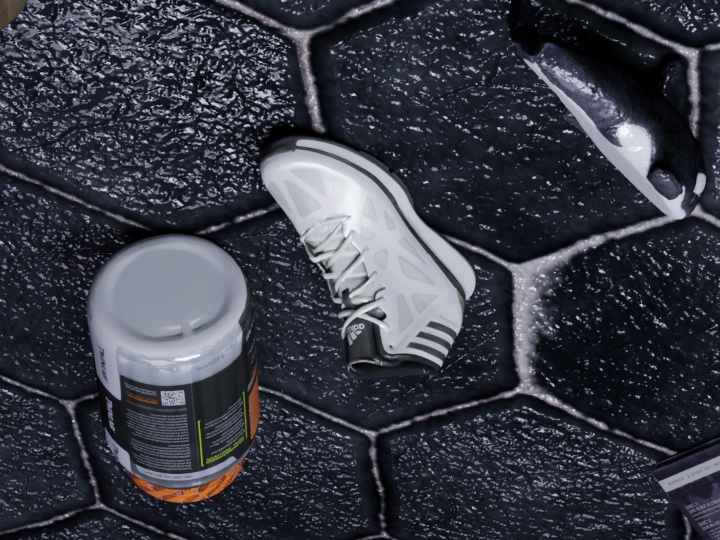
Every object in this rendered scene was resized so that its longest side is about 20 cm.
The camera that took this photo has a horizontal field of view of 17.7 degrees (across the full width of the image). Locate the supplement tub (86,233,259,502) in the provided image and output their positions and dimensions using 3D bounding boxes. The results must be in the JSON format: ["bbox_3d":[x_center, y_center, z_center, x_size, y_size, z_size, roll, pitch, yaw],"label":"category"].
[{"bbox_3d":[-0.137,0.078,1.720,0.122,0.123,0.201,9,141,7],"label":"supplement tub"}]

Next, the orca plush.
[{"bbox_3d":[0.169,-0.114,1.458,0.200,0.071,0.105,42,179,-24],"label":"orca plush"}]

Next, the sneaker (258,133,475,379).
[{"bbox_3d":[0.000,0.000,1.586,0.075,0.116,0.200,-24,127,39],"label":"sneaker"}]

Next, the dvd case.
[{"bbox_3d":[0.335,0.202,1.754,0.148,0.016,0.200,-29,105,42],"label":"dvd case"}]

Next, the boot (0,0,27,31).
[{"bbox_3d":[-0.282,-0.217,1.426,0.074,0.097,0.200,-26,127,39],"label":"boot"}]
